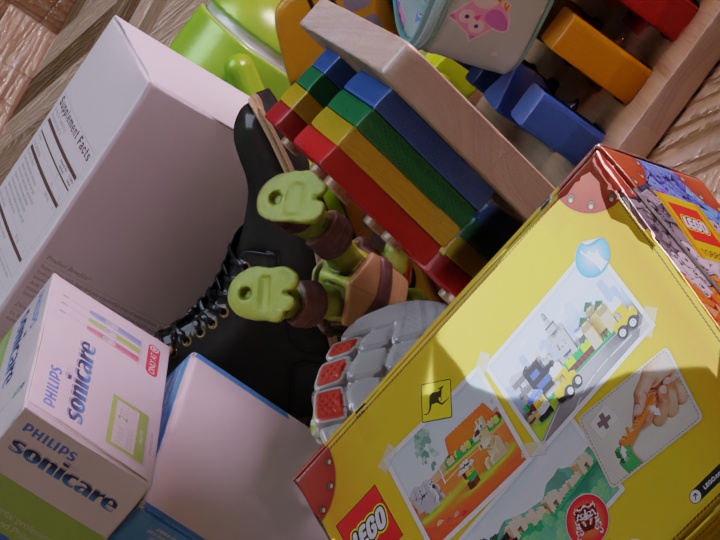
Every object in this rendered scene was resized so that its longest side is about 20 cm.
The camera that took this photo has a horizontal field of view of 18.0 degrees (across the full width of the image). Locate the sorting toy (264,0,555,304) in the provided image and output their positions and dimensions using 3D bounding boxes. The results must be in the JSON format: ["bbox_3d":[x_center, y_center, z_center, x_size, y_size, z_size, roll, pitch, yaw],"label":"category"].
[{"bbox_3d":[0.045,-0.028,1.090,0.070,0.199,0.200,-46,17,0],"label":"sorting toy"}]

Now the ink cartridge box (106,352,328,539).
[{"bbox_3d":[-0.113,0.171,1.298,0.200,0.128,0.126,-42,21,37],"label":"ink cartridge box"}]

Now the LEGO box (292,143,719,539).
[{"bbox_3d":[0.085,0.077,0.893,0.200,0.077,0.149,-48,53,24],"label":"LEGO box"}]

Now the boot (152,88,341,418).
[{"bbox_3d":[-0.077,0.009,1.301,0.137,0.201,0.078,-17,20,-1],"label":"boot"}]

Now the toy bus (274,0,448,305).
[{"bbox_3d":[0.013,-0.072,1.308,0.078,0.201,0.065,-23,6,7],"label":"toy bus"}]

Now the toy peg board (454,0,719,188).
[{"bbox_3d":[0.122,-0.156,1.273,0.200,0.097,0.200,-53,22,9],"label":"toy peg board"}]

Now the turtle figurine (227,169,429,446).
[{"bbox_3d":[0.000,0.000,1.220,0.064,0.161,0.201,29,89,37],"label":"turtle figurine"}]

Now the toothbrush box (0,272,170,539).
[{"bbox_3d":[-0.198,0.125,1.249,0.200,0.086,0.146,-51,17,21],"label":"toothbrush box"}]

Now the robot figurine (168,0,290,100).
[{"bbox_3d":[-0.109,-0.163,1.916,0.201,0.115,0.176,-53,12,9],"label":"robot figurine"}]

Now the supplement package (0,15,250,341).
[{"bbox_3d":[-0.153,-0.036,1.451,0.201,0.121,0.120,-54,29,12],"label":"supplement package"}]

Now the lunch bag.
[{"bbox_3d":[0.065,-0.210,1.255,0.201,0.077,0.161,-99,31,-53],"label":"lunch bag"}]

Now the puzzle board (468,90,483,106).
[{"bbox_3d":[0.120,-0.181,1.489,0.150,0.017,0.201,-27,33,60],"label":"puzzle board"}]

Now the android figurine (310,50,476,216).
[{"bbox_3d":[0.014,-0.099,1.441,0.200,0.041,0.182,-49,17,-4],"label":"android figurine"}]

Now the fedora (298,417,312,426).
[{"bbox_3d":[-0.084,0.064,1.472,0.177,0.090,0.200,-56,28,11],"label":"fedora"}]

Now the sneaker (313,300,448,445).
[{"bbox_3d":[0.020,0.104,1.124,0.076,0.082,0.201,-7,45,13],"label":"sneaker"}]
